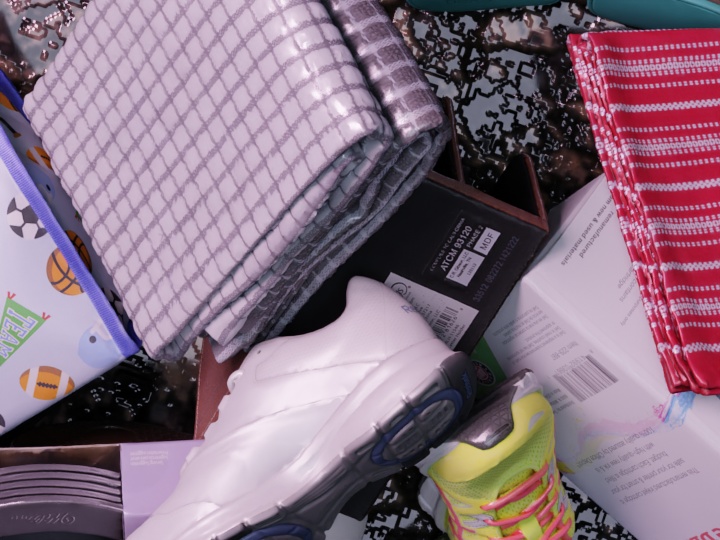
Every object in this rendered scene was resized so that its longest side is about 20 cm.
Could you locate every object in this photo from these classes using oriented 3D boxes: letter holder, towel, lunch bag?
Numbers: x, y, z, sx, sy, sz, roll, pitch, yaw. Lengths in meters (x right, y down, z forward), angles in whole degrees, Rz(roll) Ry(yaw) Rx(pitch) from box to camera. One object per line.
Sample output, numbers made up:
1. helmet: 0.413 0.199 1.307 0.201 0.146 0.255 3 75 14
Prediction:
1. letter holder: 0.000 0.000 1.208 0.100 0.143 0.201 22 119 -17
2. towel: 0.190 -0.034 1.179 0.144 0.022 0.201 -4 69 -31
3. towel: -0.057 -0.070 1.096 0.200 0.085 0.166 -48 64 41
4. lunch bag: -0.229 -0.014 1.203 0.169 0.124 0.201 -32 105 4

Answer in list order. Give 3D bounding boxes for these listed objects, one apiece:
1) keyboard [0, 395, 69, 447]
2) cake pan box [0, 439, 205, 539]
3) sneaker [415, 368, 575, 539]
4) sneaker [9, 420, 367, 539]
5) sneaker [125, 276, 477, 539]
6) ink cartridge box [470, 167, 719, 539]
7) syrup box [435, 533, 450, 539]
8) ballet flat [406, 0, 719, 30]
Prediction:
1. keyboard: -0.178 0.001 1.276 0.200 0.021 0.127 -40 97 2
2. cake pan box: -0.160 0.162 1.208 0.183 0.053 0.201 -2 138 -8
3. sneaker: 0.079 0.116 1.194 0.078 0.200 0.091 -32 72 -6
4. sneaker: -0.096 0.135 1.266 0.198 0.073 0.085 8 106 2
5. sneaker: -0.039 0.085 1.114 0.200 0.075 0.087 -38 61 1
6. ink cartridge box: 0.152 0.060 1.221 0.200 0.145 0.088 42 63 -4
7. syrup box: -0.006 0.239 1.277 0.199 0.079 0.082 -37 97 3
8. ballet flat: 0.119 -0.171 1.250 0.198 0.068 0.073 5 77 2
